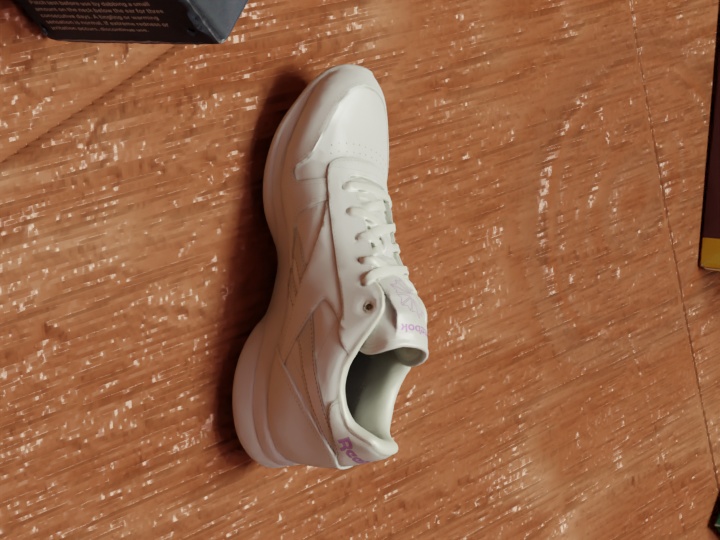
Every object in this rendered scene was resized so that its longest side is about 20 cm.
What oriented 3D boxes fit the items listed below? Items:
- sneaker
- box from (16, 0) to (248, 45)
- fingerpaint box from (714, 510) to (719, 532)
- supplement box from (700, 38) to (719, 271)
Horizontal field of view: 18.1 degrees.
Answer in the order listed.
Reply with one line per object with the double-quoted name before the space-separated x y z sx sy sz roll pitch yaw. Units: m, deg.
"sneaker" 0.000 0.000 1.100 0.075 0.100 0.200 13 83 -51
"box" -0.110 -0.209 0.919 0.200 0.104 0.148 53 54 -42
"fingerpaint box" 0.338 0.158 1.598 0.200 0.073 0.167 49 57 -45
"supplement box" 0.345 -0.089 1.473 0.133 0.197 0.200 2 93 -53
